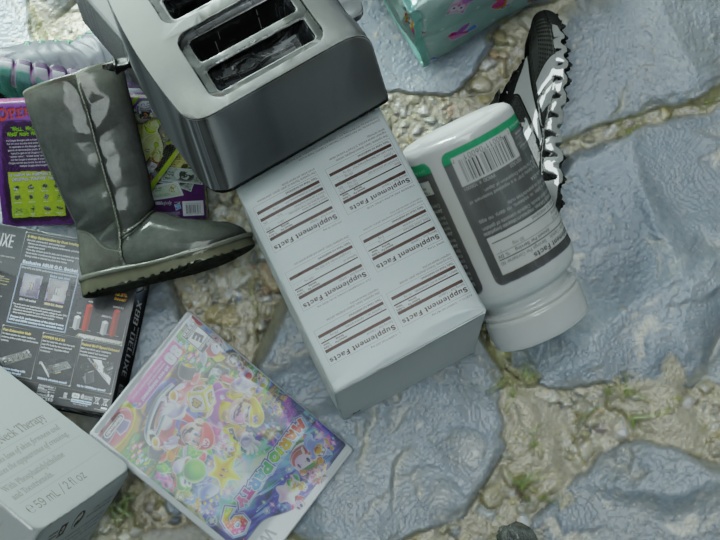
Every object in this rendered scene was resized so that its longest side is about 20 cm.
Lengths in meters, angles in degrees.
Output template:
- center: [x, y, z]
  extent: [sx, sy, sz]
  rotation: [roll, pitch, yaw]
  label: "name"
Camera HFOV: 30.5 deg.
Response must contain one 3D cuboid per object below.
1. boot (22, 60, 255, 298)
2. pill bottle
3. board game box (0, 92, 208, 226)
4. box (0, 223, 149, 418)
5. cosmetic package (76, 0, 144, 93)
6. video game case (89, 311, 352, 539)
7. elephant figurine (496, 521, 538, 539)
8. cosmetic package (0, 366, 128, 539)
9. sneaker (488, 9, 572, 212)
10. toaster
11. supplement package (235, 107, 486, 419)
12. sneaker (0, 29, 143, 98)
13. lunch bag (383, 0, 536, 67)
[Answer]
- center: [-0.201, -0.091, 1.201]
  extent: [0.179, 0.073, 0.203]
  rotation: [-12, 82, -4]
  label: "boot"
- center: [0.124, -0.037, 1.187]
  extent: [0.112, 0.113, 0.202]
  rotation: [-25, 100, -4]
  label: "pill bottle"
- center: [-0.246, -0.106, 1.255]
  extent: [0.196, 0.032, 0.122]
  rotation: [-2, 109, -1]
  label: "board game box"
- center: [-0.308, 0.045, 1.242]
  extent: [0.197, 0.050, 0.160]
  rotation: [9, 78, 4]
  label: "box"
- center: [-0.165, -0.210, 1.203]
  extent: [0.106, 0.090, 0.201]
  rotation: [-36, 78, -13]
  label: "cosmetic package"
- center: [-0.126, 0.156, 1.202]
  extent: [0.199, 0.018, 0.144]
  rotation: [40, 81, -5]
  label: "video game case"
- center: [0.154, 0.305, 1.089]
  extent: [0.153, 0.200, 0.143]
  rotation: [25, 79, 7]
  label: "elephant figurine"
- center: [-0.343, 0.196, 1.125]
  extent: [0.199, 0.167, 0.167]
  rotation: [36, 107, 8]
  label: "cosmetic package"
- center: [0.153, -0.155, 1.260]
  extent: [0.089, 0.067, 0.204]
  rotation: [4, 80, 1]
  label: "sneaker"
- center: [-0.102, -0.182, 1.073]
  extent: [0.198, 0.119, 0.182]
  rotation: [-30, 63, -8]
  label: "toaster"
- center: [0.000, 0.000, 1.167]
  extent: [0.146, 0.191, 0.202]
  rotation: [-26, 78, -4]
  label: "supplement package"
- center: [-0.287, -0.202, 1.294]
  extent: [0.197, 0.075, 0.089]
  rotation: [12, 67, -6]
  label: "sneaker"
- center: [0.078, -0.332, 1.278]
  extent: [0.169, 0.122, 0.202]
  rotation: [-28, 67, -1]
  label: "lunch bag"
